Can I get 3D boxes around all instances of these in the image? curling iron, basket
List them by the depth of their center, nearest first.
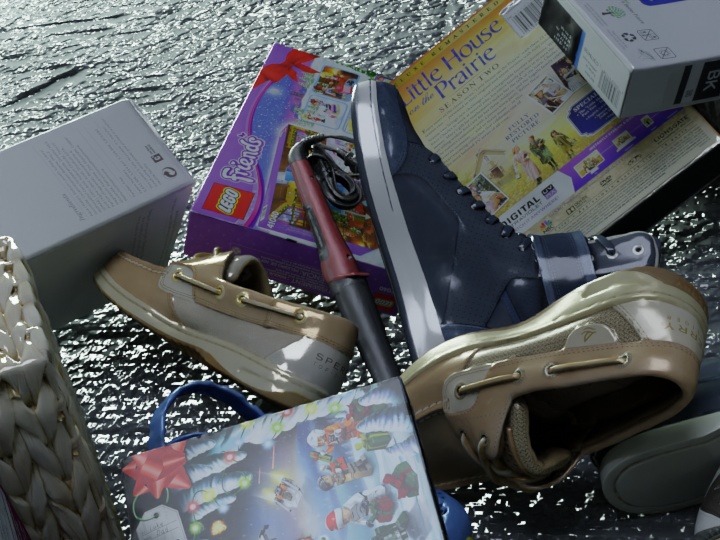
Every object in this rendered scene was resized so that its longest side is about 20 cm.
[{"bbox_3d":[-0.191,0.100,0.704,0.123,0.200,0.136,-20,34,-10],"label":"basket"},{"bbox_3d":[0.000,0.000,0.830,0.049,0.026,0.200,-9,58,-12],"label":"curling iron"}]

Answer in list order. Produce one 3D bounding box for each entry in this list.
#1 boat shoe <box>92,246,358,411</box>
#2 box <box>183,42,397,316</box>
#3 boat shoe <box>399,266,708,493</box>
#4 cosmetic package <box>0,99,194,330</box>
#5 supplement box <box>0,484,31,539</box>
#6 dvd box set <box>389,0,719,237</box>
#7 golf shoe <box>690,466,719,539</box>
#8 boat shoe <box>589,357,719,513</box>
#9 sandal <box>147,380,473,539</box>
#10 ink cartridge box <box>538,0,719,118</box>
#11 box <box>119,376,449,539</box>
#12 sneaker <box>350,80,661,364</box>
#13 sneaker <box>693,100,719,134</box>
[{"bbox_3d":[-0.076,0.024,0.845,0.200,0.074,0.069,26,82,38],"label":"boat shoe"},{"bbox_3d":[-0.019,-0.065,0.939,0.136,0.039,0.200,17,41,2],"label":"box"},{"bbox_3d":[0.073,0.067,0.682,0.200,0.071,0.065,-35,29,39],"label":"boat shoe"},{"bbox_3d":[-0.211,-0.014,0.893,0.200,0.113,0.081,-26,68,-35],"label":"cosmetic package"},{"bbox_3d":[-0.185,0.169,0.601,0.131,0.200,0.103,-26,35,-9],"label":"supplement box"},{"bbox_3d":[0.112,-0.088,0.883,0.146,0.029,0.200,-39,50,8],"label":"dvd box set"},{"bbox_3d":[0.238,0.101,0.609,0.199,0.078,0.095,-4,37,17],"label":"golf shoe"},{"bbox_3d":[0.205,0.059,0.688,0.200,0.075,0.062,-21,45,13],"label":"boat shoe"},{"bbox_3d":[-0.037,0.109,0.717,0.200,0.087,0.080,10,42,32],"label":"sandal"},{"bbox_3d":[0.215,-0.146,0.853,0.199,0.039,0.100,-12,46,-20],"label":"ink cartridge box"},{"bbox_3d":[-0.021,0.156,0.621,0.137,0.040,0.200,-17,58,3],"label":"box"},{"bbox_3d":[0.080,-0.023,0.787,0.146,0.077,0.203,-18,79,2],"label":"sneaker"},{"bbox_3d":[0.185,-0.098,0.912,0.087,0.074,0.200,-32,38,-8],"label":"sneaker"}]
